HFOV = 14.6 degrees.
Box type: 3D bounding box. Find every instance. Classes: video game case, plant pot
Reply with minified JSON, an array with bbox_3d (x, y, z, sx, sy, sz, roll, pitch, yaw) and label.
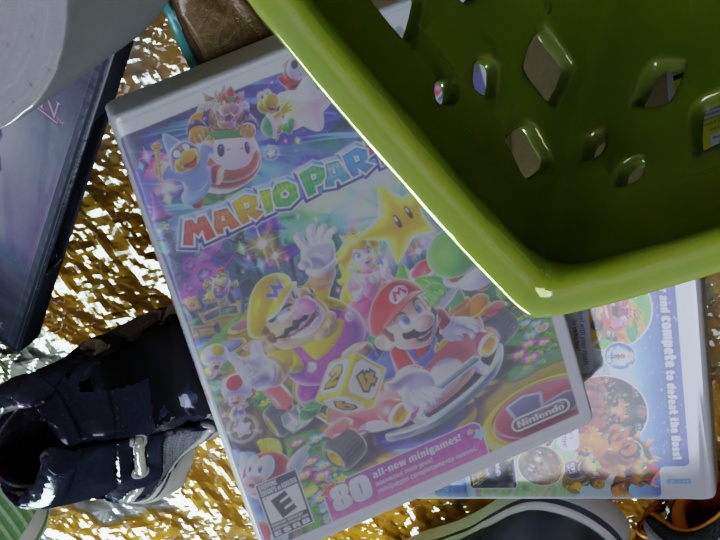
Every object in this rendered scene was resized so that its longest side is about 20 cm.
[{"bbox_3d":[0.041,0.030,1.143,0.199,0.018,0.144,-1,119,13],"label":"video game case"},{"bbox_3d":[-0.165,-0.072,1.102,0.143,0.019,0.200,37,140,11],"label":"video game case"},{"bbox_3d":[0.093,-0.132,0.877,0.199,0.182,0.199,-20,128,32],"label":"plant pot"},{"bbox_3d":[0.000,0.000,1.063,0.143,0.018,0.201,-22,118,-9],"label":"video game case"}]

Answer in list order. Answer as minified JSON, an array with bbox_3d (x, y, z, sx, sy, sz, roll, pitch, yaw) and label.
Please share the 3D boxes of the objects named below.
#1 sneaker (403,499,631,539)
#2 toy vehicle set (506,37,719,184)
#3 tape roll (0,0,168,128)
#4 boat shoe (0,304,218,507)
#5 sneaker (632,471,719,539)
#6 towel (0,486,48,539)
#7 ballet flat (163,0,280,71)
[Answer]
[{"bbox_3d":[0.047,0.161,1.261,0.078,0.080,0.200,29,148,-9],"label":"sneaker"},{"bbox_3d":[0.135,-0.070,0.971,0.199,0.125,0.026,-17,149,31],"label":"toy vehicle set"},{"bbox_3d":[-0.154,-0.148,0.963,0.200,0.066,0.201,25,136,27],"label":"tape roll"},{"bbox_3d":[-0.118,0.065,1.165,0.092,0.075,0.200,-21,170,-21],"label":"boat shoe"},{"bbox_3d":[0.148,0.131,1.231,0.077,0.078,0.200,48,134,-2],"label":"sneaker"},{"bbox_3d":[-0.202,0.131,1.153,0.023,0.153,0.200,34,175,22],"label":"towel"},{"bbox_3d":[-0.055,-0.129,1.024,0.072,0.068,0.200,-24,123,13],"label":"ballet flat"}]
